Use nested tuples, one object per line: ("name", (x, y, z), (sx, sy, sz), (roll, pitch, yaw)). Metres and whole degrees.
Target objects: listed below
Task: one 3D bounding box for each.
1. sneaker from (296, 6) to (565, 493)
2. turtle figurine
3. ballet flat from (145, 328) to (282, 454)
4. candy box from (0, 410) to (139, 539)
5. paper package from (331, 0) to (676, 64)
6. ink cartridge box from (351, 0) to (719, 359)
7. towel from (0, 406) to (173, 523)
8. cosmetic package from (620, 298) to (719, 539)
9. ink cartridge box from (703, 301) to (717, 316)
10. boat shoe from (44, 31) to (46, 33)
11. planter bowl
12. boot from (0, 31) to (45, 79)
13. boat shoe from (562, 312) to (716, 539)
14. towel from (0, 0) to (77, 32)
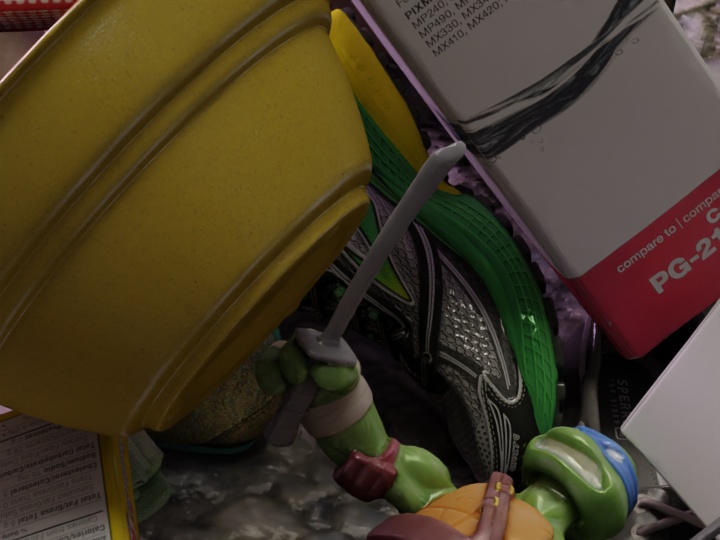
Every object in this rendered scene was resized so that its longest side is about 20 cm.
("sneaker", (0.000, 0.000, 1.009), (0.085, 0.078, 0.200), (-29, 71, -25))
("turtle figurine", (0.005, 0.081, 0.827), (0.194, 0.200, 0.144), (-40, 83, -22))
("ballet flat", (-0.124, 0.024, 0.988), (0.198, 0.071, 0.071), (3, 33, -6))
("candy box", (-0.159, 0.101, 0.831), (0.199, 0.027, 0.103), (-20, 37, 3))
("paper package", (0.041, -0.156, 1.164), (0.189, 0.200, 0.104), (11, 77, 5))
("ink cartridge box", (0.052, -0.089, 0.981), (0.084, 0.200, 0.145), (-37, 34, 3))
("towel", (-0.169, 0.052, 0.917), (0.152, 0.023, 0.200), (-36, 51, -11))
("cosmetic package", (0.186, 0.090, 0.870), (0.107, 0.085, 0.200), (9, 34, -49))
("ink cartridge box", (0.189, -0.026, 1.119), (0.116, 0.068, 0.200), (23, 37, 24))
("boat shoe", (-0.085, -0.065, 1.088), (0.064, 0.071, 0.201), (6, 45, -41))
("planter bowl", (-0.056, -0.014, 0.811), (0.083, 0.201, 0.200), (43, 41, 5))
("boot", (-0.145, -0.066, 1.130), (0.145, 0.070, 0.201), (0, 43, -31))
("boat shoe", (0.099, 0.067, 0.970), (0.066, 0.057, 0.201), (3, 33, -6))
("towel", (-0.118, -0.094, 0.964), (0.143, 0.023, 0.200), (-4, 3, -5))
